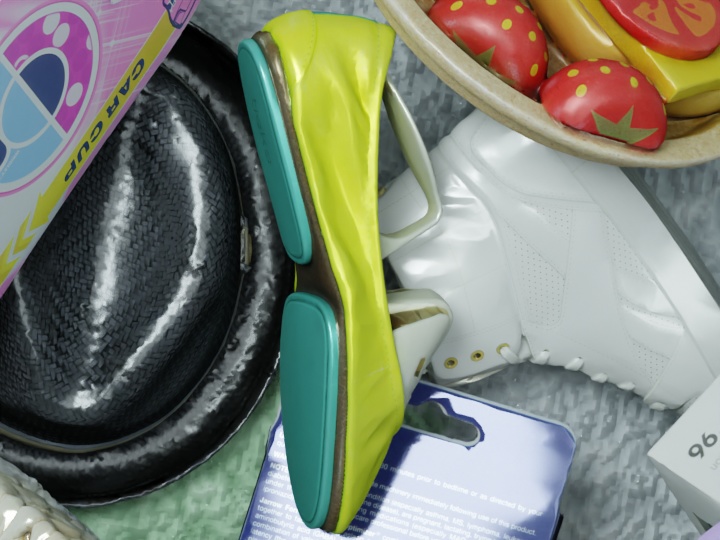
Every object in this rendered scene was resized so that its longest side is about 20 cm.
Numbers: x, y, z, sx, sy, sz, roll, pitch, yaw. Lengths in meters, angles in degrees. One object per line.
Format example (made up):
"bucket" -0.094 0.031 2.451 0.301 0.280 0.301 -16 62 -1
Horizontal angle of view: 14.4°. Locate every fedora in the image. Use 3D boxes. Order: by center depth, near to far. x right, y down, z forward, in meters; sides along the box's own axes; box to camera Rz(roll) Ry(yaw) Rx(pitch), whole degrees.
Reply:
"fedora" -0.103 -0.009 1.083 0.200 0.092 0.201 0 88 -12

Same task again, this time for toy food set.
"toy food set" 0.079 -0.121 1.100 0.198 0.049 0.200 -19 63 -47

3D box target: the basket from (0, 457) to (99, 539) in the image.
"basket" -0.143 0.171 0.991 0.161 0.200 0.198 29 80 32

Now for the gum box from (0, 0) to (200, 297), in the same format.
"gum box" -0.135 -0.072 0.987 0.066 0.114 0.200 27 78 23

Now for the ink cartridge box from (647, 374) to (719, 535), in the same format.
"ink cartridge box" 0.189 0.075 1.105 0.116 0.068 0.200 -46 135 -10

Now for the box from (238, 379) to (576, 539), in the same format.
"box" 0.004 0.141 1.116 0.121 0.032 0.200 17 86 8

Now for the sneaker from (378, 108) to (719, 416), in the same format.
"sneaker" 0.084 0.023 1.144 0.116 0.074 0.200 -35 108 9

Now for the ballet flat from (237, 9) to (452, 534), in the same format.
"ballet flat" 0.000 0.000 1.072 0.067 0.067 0.200 -11 103 -17

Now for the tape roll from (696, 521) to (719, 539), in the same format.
"tape roll" 0.161 0.181 1.031 0.200 0.066 0.200 -19 121 -36
